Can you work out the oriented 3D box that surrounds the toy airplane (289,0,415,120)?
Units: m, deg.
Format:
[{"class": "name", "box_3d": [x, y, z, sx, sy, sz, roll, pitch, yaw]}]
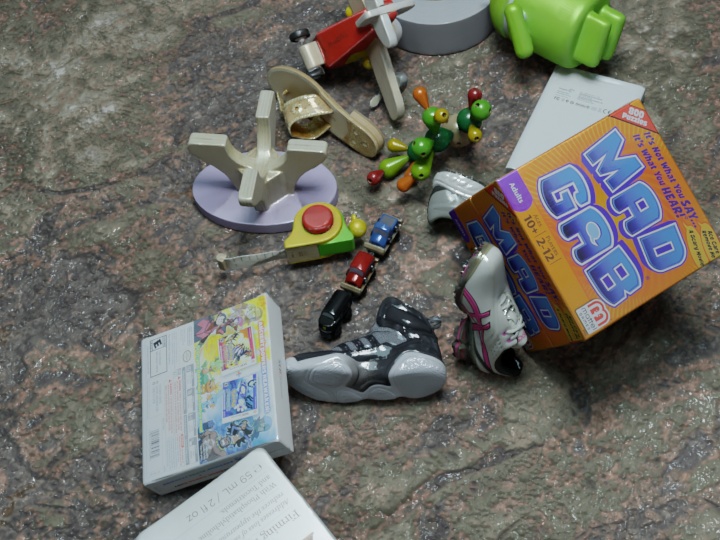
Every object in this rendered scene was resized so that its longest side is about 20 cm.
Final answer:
[{"class": "toy airplane", "box_3d": [0.012, -0.337, 1.685, 0.141, 0.201, 0.199, -18, 42, -42]}]

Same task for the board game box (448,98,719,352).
[{"class": "board game box", "box_3d": [0.256, -0.045, 1.408, 0.199, 0.200, 0.201, -30, 89, -13]}]

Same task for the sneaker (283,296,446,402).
[{"class": "sneaker", "box_3d": [0.006, 0.095, 1.466, 0.198, 0.076, 0.114, -1, 50, 6]}]

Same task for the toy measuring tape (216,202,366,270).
[{"class": "toy measuring tape", "box_3d": [-0.091, -0.047, 1.572, 0.198, 0.074, 0.074, -10, 55, -1]}]

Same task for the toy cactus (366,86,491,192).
[{"class": "toy cactus", "box_3d": [0.105, -0.185, 1.613, 0.103, 0.200, 0.165, 53, 38, 7]}]

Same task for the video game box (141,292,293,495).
[{"class": "video game box", "box_3d": [-0.174, 0.146, 1.434, 0.181, 0.047, 0.201, -21, 54, 19]}]

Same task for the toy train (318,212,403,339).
[{"class": "toy train", "box_3d": [0.000, 0.000, 1.542, 0.034, 0.046, 0.201, 21, 61, 19]}]

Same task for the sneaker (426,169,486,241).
[{"class": "sneaker", "box_3d": [0.179, -0.063, 1.560, 0.199, 0.074, 0.080, 19, 84, 15]}]

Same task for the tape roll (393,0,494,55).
[{"class": "tape roll", "box_3d": [0.115, -0.416, 1.798, 0.198, 0.066, 0.202, -3, 55, 4]}]

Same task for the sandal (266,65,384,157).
[{"class": "sandal", "box_3d": [-0.069, -0.210, 1.674, 0.211, 0.078, 0.070, 33, 59, 20]}]

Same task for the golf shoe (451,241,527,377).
[{"class": "golf shoe", "box_3d": [0.159, 0.046, 1.401, 0.092, 0.201, 0.073, 25, 57, 23]}]

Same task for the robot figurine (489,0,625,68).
[{"class": "robot figurine", "box_3d": [0.267, -0.360, 1.687, 0.199, 0.116, 0.175, 32, 40, 24]}]

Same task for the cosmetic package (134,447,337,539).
[{"class": "cosmetic package", "box_3d": [-0.101, 0.333, 1.258, 0.167, 0.167, 0.200, -35, 60, -17]}]

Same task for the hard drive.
[{"class": "hard drive", "box_3d": [0.295, -0.189, 1.648, 0.131, 0.027, 0.201, 19, 60, 18]}]

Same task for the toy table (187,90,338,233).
[{"class": "toy table", "box_3d": [-0.134, -0.133, 1.606, 0.198, 0.117, 0.185, -6, 56, 1]}]
